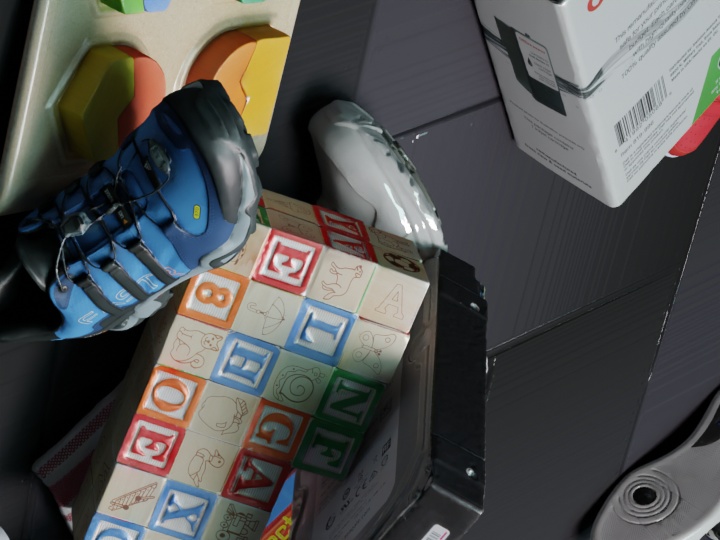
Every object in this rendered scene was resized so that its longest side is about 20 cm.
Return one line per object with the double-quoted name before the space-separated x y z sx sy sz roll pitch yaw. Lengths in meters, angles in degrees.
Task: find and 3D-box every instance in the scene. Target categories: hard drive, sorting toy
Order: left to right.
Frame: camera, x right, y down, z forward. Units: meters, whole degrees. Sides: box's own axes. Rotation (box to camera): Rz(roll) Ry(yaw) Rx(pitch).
"sorting toy" -0.085 -0.119 1.372 0.185 0.036 0.201 -13 129 -50
"hard drive" 0.012 0.096 1.477 0.140 0.038 0.200 -51 -162 31

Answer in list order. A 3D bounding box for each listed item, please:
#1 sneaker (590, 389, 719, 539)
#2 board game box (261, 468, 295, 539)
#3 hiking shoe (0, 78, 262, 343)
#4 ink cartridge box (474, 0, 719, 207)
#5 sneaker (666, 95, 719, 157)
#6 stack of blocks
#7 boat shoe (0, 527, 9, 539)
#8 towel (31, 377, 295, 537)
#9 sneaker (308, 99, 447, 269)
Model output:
"sneaker" 0.242 0.176 2.082 0.200 0.073 0.112 -40 145 -28
"board game box" -0.026 0.180 1.679 0.196 0.056 0.200 -42 160 -22
"hiking shoe" -0.111 -0.015 1.334 0.086 0.075 0.200 -21 163 -35
"ink cartridge box" 0.144 -0.155 1.618 0.147 0.083 0.200 -46 149 -17
"sneaker" 0.251 -0.142 1.756 0.071 0.112 0.201 -6 123 -52
"stack of blocks" -0.058 0.065 1.460 0.115 0.059 0.201 19 108 -15
"boat shoe" -0.219 0.208 1.450 0.068 0.074 0.200 9 111 -53
"towel" -0.101 0.110 1.579 0.146 0.030 0.200 -44 146 -19
"sneaker" 0.000 0.000 1.564 0.099 0.078 0.200 -24 126 -2
